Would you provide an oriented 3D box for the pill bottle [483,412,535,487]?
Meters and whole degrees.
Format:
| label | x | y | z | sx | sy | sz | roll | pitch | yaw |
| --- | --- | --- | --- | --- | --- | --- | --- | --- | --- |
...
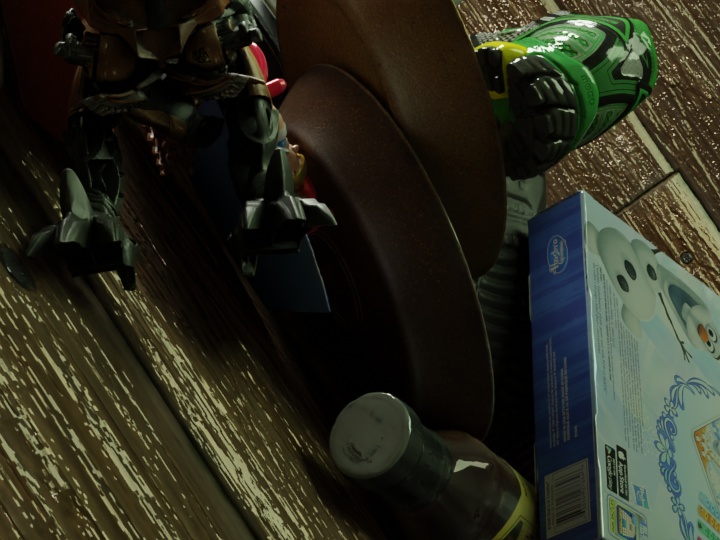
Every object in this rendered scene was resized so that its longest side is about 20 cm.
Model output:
| label | x | y | z | sx | sy | sz | roll | pitch | yaw |
| --- | --- | --- | --- | --- | --- | --- | --- | --- | --- |
| pill bottle | 0.095 | 0.094 | 0.985 | 0.201 | 0.111 | 0.111 | 58 | 9 | 15 |

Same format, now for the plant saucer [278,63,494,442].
| label | x | y | z | sx | sy | sz | roll | pitch | yaw |
| --- | --- | --- | --- | --- | --- | --- | --- | --- | --- |
| plant saucer | 0.000 | 0.000 | 0.858 | 0.201 | 0.034 | 0.201 | 55 | -22 | 35 |

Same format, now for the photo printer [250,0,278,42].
| label | x | y | z | sx | sy | sz | roll | pitch | yaw |
| --- | --- | --- | --- | --- | --- | --- | --- | --- | --- |
| photo printer | -0.062 | -0.104 | 1.023 | 0.200 | 0.069 | 0.166 | 54 | 9 | -8 |

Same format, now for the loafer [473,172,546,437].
| label | x | y | z | sx | sy | sz | roll | pitch | yaw |
| --- | --- | --- | --- | --- | --- | --- | --- | --- | --- |
| loafer | 0.060 | -0.003 | 0.943 | 0.073 | 0.071 | 0.201 | 23 | 59 | -33 |

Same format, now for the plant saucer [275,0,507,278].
| label | x | y | z | sx | sy | sz | roll | pitch | yaw |
| --- | --- | --- | --- | --- | --- | --- | --- | --- | --- |
| plant saucer | 0.005 | -0.084 | 0.854 | 0.201 | 0.035 | 0.201 | 56 | -21 | 35 |

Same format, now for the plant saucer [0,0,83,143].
| label | x | y | z | sx | sy | sz | roll | pitch | yaw |
| --- | --- | --- | --- | --- | --- | --- | --- | --- | --- |
| plant saucer | -0.137 | -0.170 | 0.727 | 0.200 | 0.036 | 0.201 | -107 | -171 | -54 |

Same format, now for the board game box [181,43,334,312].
| label | x | y | z | sx | sy | sz | roll | pitch | yaw |
| --- | --- | --- | --- | --- | --- | --- | --- | --- | --- |
| board game box | -0.048 | -0.060 | 0.790 | 0.159 | 0.039 | 0.200 | 64 | -13 | -5 |

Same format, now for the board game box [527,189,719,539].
| label | x | y | z | sx | sy | sz | roll | pitch | yaw |
| --- | --- | --- | --- | --- | --- | --- | --- | --- | --- |
| board game box | 0.164 | 0.090 | 0.910 | 0.199 | 0.043 | 0.201 | 33 | 44 | -34 |

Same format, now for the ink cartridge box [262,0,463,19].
| label | x | y | z | sx | sy | sz | roll | pitch | yaw |
| --- | --- | --- | --- | --- | --- | --- | --- | --- | --- |
| ink cartridge box | 0.020 | -0.183 | 1.046 | 0.083 | 0.145 | 0.200 | 52 | 5 | -7 |

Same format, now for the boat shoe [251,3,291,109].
| label | x | y | z | sx | sy | sz | roll | pitch | yaw |
| --- | --- | --- | --- | --- | --- | --- | --- | --- | --- |
| boat shoe | -0.106 | -0.147 | 0.893 | 0.200 | 0.072 | 0.068 | 48 | -13 | -18 |

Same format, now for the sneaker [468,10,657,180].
| label | x | y | z | sx | sy | sz | roll | pitch | yaw |
| --- | --- | --- | --- | --- | --- | --- | --- | --- | --- |
| sneaker | 0.076 | -0.081 | 0.848 | 0.200 | 0.085 | 0.079 | 13 | -58 | 68 |

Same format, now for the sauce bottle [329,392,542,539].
| label | x | y | z | sx | sy | sz | roll | pitch | yaw |
| --- | --- | --- | --- | --- | --- | --- | --- | --- | --- |
| sauce bottle | 0.048 | 0.115 | 0.829 | 0.200 | 0.066 | 0.066 | 41 | 16 | -49 |

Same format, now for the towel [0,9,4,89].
| label | x | y | z | sx | sy | sz | roll | pitch | yaw |
| --- | --- | --- | --- | --- | --- | --- | --- | --- | --- |
| towel | -0.163 | -0.185 | 0.666 | 0.144 | 0.023 | 0.201 | -108 | -169 | -55 |

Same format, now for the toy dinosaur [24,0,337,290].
| label | x | y | z | sx | sy | sz | roll | pitch | yaw |
| --- | --- | --- | --- | --- | --- | --- | --- | --- | --- |
| toy dinosaur | -0.065 | -0.070 | 0.641 | 0.200 | 0.101 | 0.137 | 34 | 46 | -69 |
